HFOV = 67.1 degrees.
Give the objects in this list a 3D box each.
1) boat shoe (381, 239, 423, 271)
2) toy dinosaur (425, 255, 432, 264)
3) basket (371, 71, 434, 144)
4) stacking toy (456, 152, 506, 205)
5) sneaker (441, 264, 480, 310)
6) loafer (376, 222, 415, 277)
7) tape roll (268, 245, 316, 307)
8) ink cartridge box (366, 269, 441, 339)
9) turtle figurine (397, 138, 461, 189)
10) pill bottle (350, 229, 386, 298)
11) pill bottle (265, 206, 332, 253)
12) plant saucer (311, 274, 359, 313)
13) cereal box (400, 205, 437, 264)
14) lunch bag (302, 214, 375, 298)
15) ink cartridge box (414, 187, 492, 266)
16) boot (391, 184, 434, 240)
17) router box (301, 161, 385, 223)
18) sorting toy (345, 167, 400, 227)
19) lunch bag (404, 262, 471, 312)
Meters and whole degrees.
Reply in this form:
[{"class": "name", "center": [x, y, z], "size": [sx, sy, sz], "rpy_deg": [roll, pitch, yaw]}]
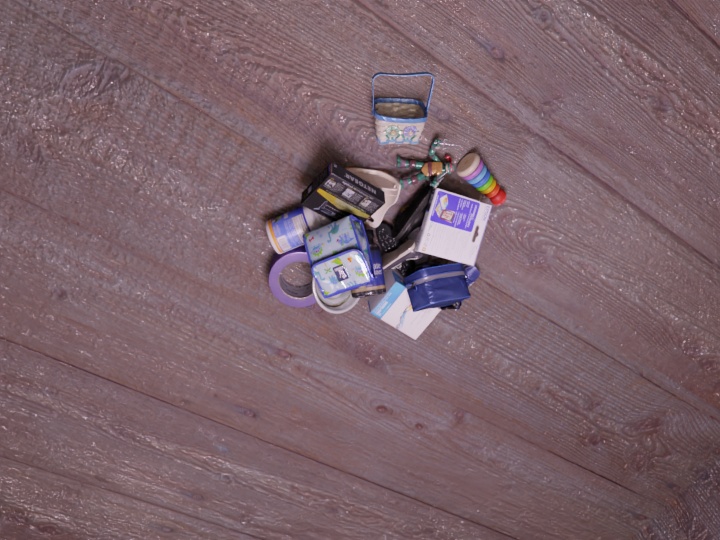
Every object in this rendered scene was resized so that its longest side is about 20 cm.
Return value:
[{"class": "boat shoe", "center": [0.114, -0.025, 1.736], "size": [0.199, 0.073, 0.063], "rpy_deg": [-32, 118, 33]}, {"class": "toy dinosaur", "center": [0.227, -0.009, 1.821], "size": [0.106, 0.060, 0.201], "rpy_deg": [-43, 148, -20]}, {"class": "basket", "center": [0.116, -0.465, 1.551], "size": [0.174, 0.140, 0.202], "rpy_deg": [-3, 127, -5]}, {"class": "stacking toy", "center": [0.396, -0.280, 1.721], "size": [0.199, 0.086, 0.085], "rpy_deg": [37, 107, -28]}, {"class": "sneaker", "center": [0.336, 0.074, 1.866], "size": [0.199, 0.115, 0.081], "rpy_deg": [-41, 116, 13]}, {"class": "loafer", "center": [0.118, -0.072, 1.795], "size": [0.068, 0.070, 0.202], "rpy_deg": [-26, 103, 32]}, {"class": "tape roll", "center": [-0.200, 0.013, 1.783], "size": [0.197, 0.085, 0.202], "rpy_deg": [-3, 117, -7]}, {"class": "ink cartridge box", "center": [0.143, 0.103, 1.838], "size": [0.199, 0.148, 0.145], "rpy_deg": [32, 109, -20]}, {"class": "turtle figurine", "center": [0.214, -0.310, 1.657], "size": [0.198, 0.151, 0.101], "rpy_deg": [-8, 159, 10]}, {"class": "pill bottle", "center": [0.012, -0.021, 1.687], "size": [0.110, 0.112, 0.203], "rpy_deg": [-9, 87, -3]}, {"class": "pill bottle", "center": [-0.186, -0.138, 1.694], "size": [0.198, 0.112, 0.113], "rpy_deg": [-22, 118, 3]}, {"class": "plant saucer", "center": [-0.078, 0.034, 1.732], "size": [0.198, 0.050, 0.203], "rpy_deg": [-5, 99, -36]}, {"class": "cereal box", "center": [0.223, -0.131, 1.790], "size": [0.142, 0.040, 0.202], "rpy_deg": [-17, 117, 0]}, {"class": "lunch bag", "center": [-0.059, -0.037, 1.588], "size": [0.168, 0.127, 0.202], "rpy_deg": [-20, 79, 17]}, {"class": "ink cartridge box", "center": [0.285, -0.131, 1.665], "size": [0.198, 0.043, 0.200], "rpy_deg": [14, 98, -17]}, {"class": "boot", "center": [0.214, -0.147, 1.713], "size": [0.157, 0.080, 0.211], "rpy_deg": [36, 105, -23]}, {"class": "router box", "center": [-0.051, -0.212, 1.595], "size": [0.199, 0.053, 0.157], "rpy_deg": [25, 135, -31]}, {"class": "sorting toy", "center": [0.008, -0.217, 1.692], "size": [0.197, 0.107, 0.182], "rpy_deg": [5, 123, -8]}, {"class": "lunch bag", "center": [0.233, 0.045, 1.710], "size": [0.198, 0.136, 0.134], "rpy_deg": [-7, 77, -31]}]
